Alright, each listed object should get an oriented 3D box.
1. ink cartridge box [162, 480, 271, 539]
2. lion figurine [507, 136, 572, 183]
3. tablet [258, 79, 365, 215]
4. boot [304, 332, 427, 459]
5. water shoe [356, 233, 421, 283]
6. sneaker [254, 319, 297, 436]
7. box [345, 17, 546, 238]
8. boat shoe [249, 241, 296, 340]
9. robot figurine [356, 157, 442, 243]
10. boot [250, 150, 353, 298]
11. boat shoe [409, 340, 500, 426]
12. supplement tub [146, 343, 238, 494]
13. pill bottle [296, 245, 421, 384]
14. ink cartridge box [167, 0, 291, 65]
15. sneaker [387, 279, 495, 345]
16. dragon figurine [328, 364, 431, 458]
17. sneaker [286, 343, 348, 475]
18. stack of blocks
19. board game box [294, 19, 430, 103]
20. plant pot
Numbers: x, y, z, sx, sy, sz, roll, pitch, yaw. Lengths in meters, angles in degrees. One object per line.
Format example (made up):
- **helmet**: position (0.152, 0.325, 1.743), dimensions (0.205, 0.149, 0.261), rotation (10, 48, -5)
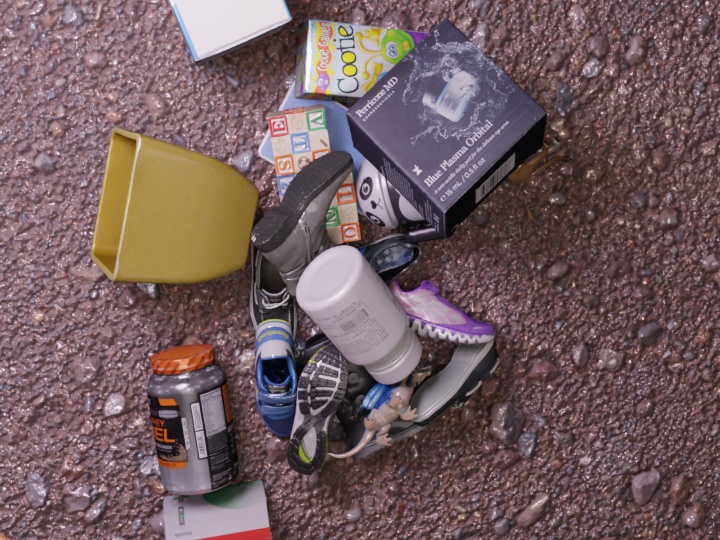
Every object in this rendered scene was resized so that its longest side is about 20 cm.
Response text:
- **ink cartridge box**: position (-0.213, 0.380, 1.544), dimensions (0.157, 0.200, 0.051), rotation (-8, 99, -9)
- **lion figurine**: position (0.221, -0.179, 1.608), dimensions (0.198, 0.073, 0.123), rotation (30, 120, -19)
- **tablet**: position (-0.044, -0.187, 1.590), dimensions (0.198, 0.014, 0.132), rotation (29, 93, -12)
- **boot**: position (0.021, 0.171, 1.631), dimensions (0.162, 0.066, 0.203), rotation (-25, 97, -7)
- **water shoe**: position (0.000, 0.000, 1.590), dimensions (0.198, 0.079, 0.072), rotation (-29, 102, -5)
- **sneaker**: position (-0.127, 0.178, 1.575), dimensions (0.072, 0.083, 0.204), rotation (-8, 120, -4)
- **box**: position (0.116, -0.192, 1.416), dimensions (0.196, 0.118, 0.200), rotation (-43, 74, -6)
- **boat shoe**: position (-0.136, 0.031, 1.574), dimensions (0.071, 0.071, 0.204), rotation (-11, 103, -9)
- **robot figurine**: position (0.090, -0.132, 1.533), dimensions (0.196, 0.125, 0.153), rotation (-12, 68, 14)
- **boot**: position (-0.063, -0.067, 1.515), dimensions (0.200, 0.067, 0.131), rotation (-48, 129, -12)
- **boat shoe**: position (0.152, 0.179, 1.621), dimensions (0.200, 0.075, 0.061), rotation (-43, 120, -22)
- **supplement tub**: position (-0.252, 0.220, 1.555), dimensions (0.120, 0.122, 0.205), rotation (-9, 99, -8)
- **pill bottle**: position (0.004, 0.070, 1.501), dimensions (0.114, 0.114, 0.201), rotation (-41, 125, -2)
- **ink cartridge box**: position (-0.193, -0.382, 1.441), dimensions (0.144, 0.200, 0.149), rotation (-24, 101, -4)
- **sneaker**: position (0.115, 0.063, 1.609), dimensions (0.196, 0.081, 0.090), rotation (12, 82, 7)
- **dragon figurine**: position (0.037, 0.210, 1.571), dimensions (0.059, 0.100, 0.200), rotation (39, 103, -11)
- **sneaker**: position (-0.066, 0.202, 1.575), dimensions (0.072, 0.081, 0.204), rotation (17, 104, -2)
- **stack of blocks**: position (-0.069, -0.141, 1.554), dimensions (0.113, 0.059, 0.204), rotation (-9, 106, -3)
- **board game box**: position (0.008, -0.300, 1.530), dimensions (0.196, 0.105, 0.105), rotation (3, 94, -13)
- **plant pot**: position (-0.259, -0.083, 1.485), dimensions (0.196, 0.195, 0.198), rotation (9, 96, -26)
